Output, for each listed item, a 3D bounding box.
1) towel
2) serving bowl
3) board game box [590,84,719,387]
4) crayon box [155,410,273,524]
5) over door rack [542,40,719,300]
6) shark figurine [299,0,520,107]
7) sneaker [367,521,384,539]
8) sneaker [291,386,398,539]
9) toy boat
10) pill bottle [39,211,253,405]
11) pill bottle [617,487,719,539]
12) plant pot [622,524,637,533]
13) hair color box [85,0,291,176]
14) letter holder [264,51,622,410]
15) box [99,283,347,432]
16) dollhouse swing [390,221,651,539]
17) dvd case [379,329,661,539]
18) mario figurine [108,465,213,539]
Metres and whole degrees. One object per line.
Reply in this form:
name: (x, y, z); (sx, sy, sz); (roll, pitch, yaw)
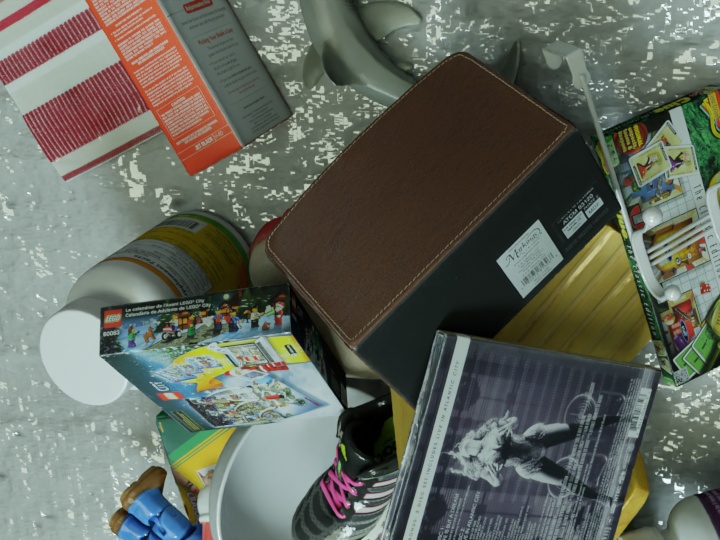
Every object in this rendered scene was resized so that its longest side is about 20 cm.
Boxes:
towel: (-0.258, -0.192, 1.027); (0.144, 0.023, 0.201); (-22, 104, 26)
serving bowl: (-0.051, 0.193, 1.033); (0.066, 0.199, 0.201); (14, 123, 55)
board game box: (0.247, -0.024, 0.866); (0.104, 0.023, 0.201); (-24, 105, -14)
crayon box: (-0.106, 0.212, 1.116); (0.118, 0.058, 0.201); (-7, 109, 24)
over door rack: (0.232, -0.097, 0.804); (0.147, 0.067, 0.201); (-30, 105, -11)
shark figurine: (0.016, -0.154, 0.899); (0.214, 0.089, 0.128); (34, 121, 7)
sneaker: (0.035, 0.207, 1.005); (0.078, 0.079, 0.201); (28, 89, 44)
sneaker: (0.002, 0.156, 0.942); (0.200, 0.087, 0.074); (-45, 48, 17)
toy boat: (0.000, 0.000, 0.951); (0.130, 0.131, 0.200); (-2, 143, 23)
pill bottle: (-0.178, 0.032, 0.985); (0.110, 0.200, 0.112); (9, 114, 20)
pill bottle: (0.305, 0.217, 0.891); (0.199, 0.112, 0.113); (-15, 107, 2)
plant pot: (0.177, 0.313, 0.993); (0.186, 0.187, 0.201); (10, 99, 17)
hair color box: (-0.145, -0.187, 0.938); (0.061, 0.102, 0.201); (-24, 100, 28)
letter holder: (0.051, -0.033, 0.808); (0.200, 0.101, 0.142); (-45, 48, -1)
box: (-0.095, 0.071, 0.876); (0.136, 0.200, 0.038); (-7, 66, 8)
dollhouse swing: (0.153, 0.083, 0.863); (0.199, 0.182, 0.176); (27, 128, -29)
dvd case: (0.116, 0.126, 0.810); (0.016, 0.199, 0.150); (24, 101, 57)
mario figurine: (-0.133, 0.269, 1.088); (0.200, 0.106, 0.124); (40, 163, 12)
